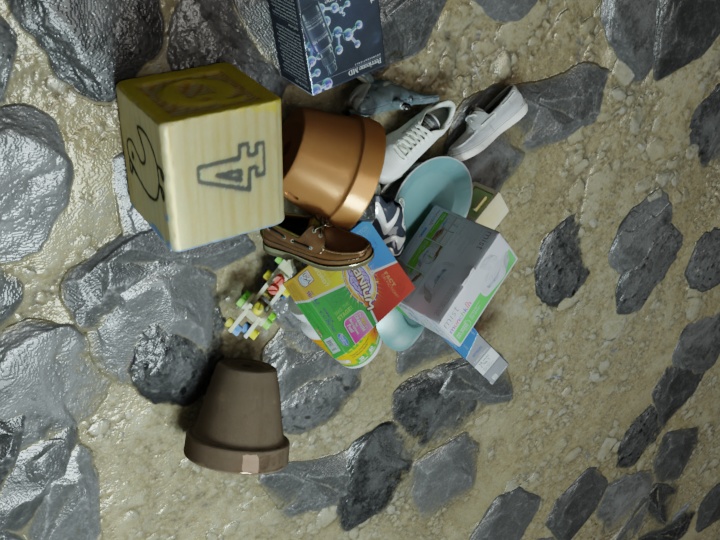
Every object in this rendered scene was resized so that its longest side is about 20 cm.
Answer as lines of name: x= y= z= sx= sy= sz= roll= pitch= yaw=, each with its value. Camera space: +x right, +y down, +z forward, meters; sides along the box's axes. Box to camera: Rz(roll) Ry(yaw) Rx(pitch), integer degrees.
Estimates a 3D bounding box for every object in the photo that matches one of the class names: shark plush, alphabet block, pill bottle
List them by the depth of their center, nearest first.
alphabet block: x=-0.238 y=-0.176 z=1.340 sx=0.193 sy=0.195 sz=0.204 roll=-19 pitch=126 yaw=-29
shark plush: x=0.055 y=-0.290 z=1.569 sx=0.197 sy=0.083 sz=0.093 roll=6 pitch=110 yaw=-40
pill bottle: x=-0.050 y=0.096 z=1.704 sx=0.111 sy=0.111 sz=0.200 roll=-48 pitch=134 yaw=-2

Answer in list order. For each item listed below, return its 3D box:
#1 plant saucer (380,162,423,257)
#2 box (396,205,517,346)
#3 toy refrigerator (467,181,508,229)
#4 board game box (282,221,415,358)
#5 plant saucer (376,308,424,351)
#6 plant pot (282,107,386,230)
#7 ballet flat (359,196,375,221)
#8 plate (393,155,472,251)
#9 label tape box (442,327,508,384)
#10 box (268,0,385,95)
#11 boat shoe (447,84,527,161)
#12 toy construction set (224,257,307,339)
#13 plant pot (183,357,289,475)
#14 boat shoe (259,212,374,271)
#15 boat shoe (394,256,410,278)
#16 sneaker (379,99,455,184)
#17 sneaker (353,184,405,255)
plant saucer: x=0.087 y=-0.119 z=1.723 sx=0.197 sy=0.050 sz=0.204 roll=-19 pitch=126 yaw=-27
box: x=0.160 y=0.005 z=1.645 sx=0.202 sy=0.175 sz=0.097 roll=-55 pitch=135 yaw=-9
toy refrigerator: x=0.205 y=-0.079 z=1.807 sx=0.201 sy=0.075 sz=0.070 roll=-50 pitch=135 yaw=-10
board game box: x=-0.016 y=0.027 z=1.507 sx=0.199 sy=0.040 sz=0.154 roll=-41 pitch=97 yaw=-36
plant saucer: x=0.095 y=0.060 z=1.780 sx=0.199 sy=0.038 sz=0.206 roll=-2 pitch=93 yaw=-53
plant pot: x=-0.065 y=-0.180 z=1.484 sx=0.138 sy=0.200 sz=0.203 roll=20 pitch=104 yaw=-26
ballet flat: x=0.007 y=-0.175 z=1.565 sx=0.056 sy=0.066 sz=0.204 roll=21 pitch=63 yaw=-25
plate: x=0.131 y=-0.126 z=1.701 sx=0.197 sy=0.026 sz=0.204 roll=-20 pitch=127 yaw=-28
label tape box: x=0.220 y=0.144 z=1.920 sx=0.063 sy=0.144 sz=0.200 roll=-47 pitch=134 yaw=0
box: x=-0.056 y=-0.406 z=1.399 sx=0.146 sy=0.107 sz=0.203 roll=-27 pitch=130 yaw=-22
boat shoe: x=0.239 y=-0.287 z=1.732 sx=0.198 sy=0.072 sz=0.069 roll=-36 pitch=111 yaw=-5
toy construction set: x=-0.147 y=0.033 z=1.570 sx=0.198 sy=0.131 sz=0.093 roll=-34 pitch=99 yaw=24
plant pot: x=-0.218 y=0.260 z=1.639 sx=0.197 sy=0.198 sz=0.179 roll=4 pitch=97 yaw=-39
boat shoe: x=-0.074 y=-0.052 z=1.446 sx=0.073 sy=0.195 sz=0.069 roll=-66 pitch=158 yaw=-48
boat shoe: x=0.000 y=0.000 z=1.648 sx=0.075 sy=0.196 sz=0.075 roll=-50 pitch=152 yaw=-46
sneaker: x=0.094 y=-0.239 z=1.618 sx=0.076 sy=0.080 sz=0.200 roll=45 pitch=75 yaw=-7
sneaker: x=-0.008 y=-0.108 z=1.607 sx=0.194 sy=0.080 sz=0.133 roll=11 pitch=109 yaw=0
